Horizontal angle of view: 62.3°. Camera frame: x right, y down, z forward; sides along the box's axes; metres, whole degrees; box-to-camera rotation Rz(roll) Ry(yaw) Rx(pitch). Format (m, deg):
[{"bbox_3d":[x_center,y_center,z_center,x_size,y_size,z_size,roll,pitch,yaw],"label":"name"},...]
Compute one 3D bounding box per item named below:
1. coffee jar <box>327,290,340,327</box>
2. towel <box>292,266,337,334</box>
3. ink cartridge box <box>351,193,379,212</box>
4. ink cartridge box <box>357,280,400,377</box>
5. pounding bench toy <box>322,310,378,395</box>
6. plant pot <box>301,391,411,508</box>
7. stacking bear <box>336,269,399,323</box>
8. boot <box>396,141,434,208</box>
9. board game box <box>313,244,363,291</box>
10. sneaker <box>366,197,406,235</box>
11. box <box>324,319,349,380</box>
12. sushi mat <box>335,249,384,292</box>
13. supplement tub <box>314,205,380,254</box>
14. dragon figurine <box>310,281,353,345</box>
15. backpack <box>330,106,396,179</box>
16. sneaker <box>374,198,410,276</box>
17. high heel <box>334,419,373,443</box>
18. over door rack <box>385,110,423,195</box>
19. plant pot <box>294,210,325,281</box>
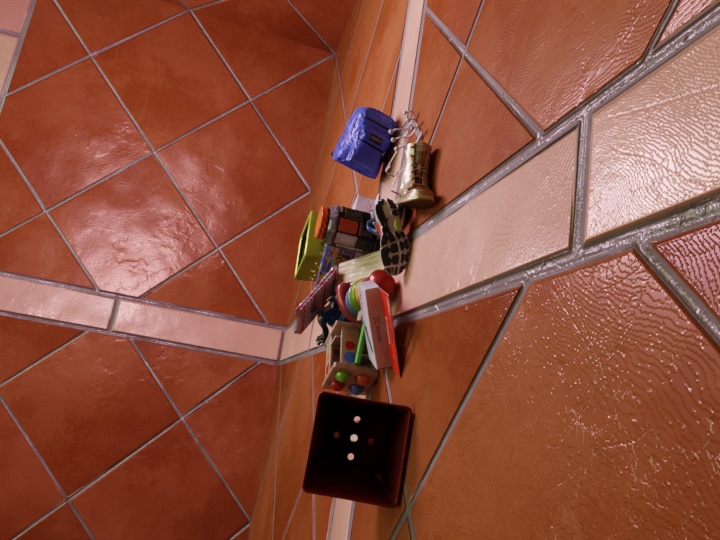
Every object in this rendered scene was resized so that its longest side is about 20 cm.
[{"bbox_3d":[-0.044,0.092,1.877,0.201,0.084,0.105,116,177,-46],"label":"coffee jar"},{"bbox_3d":[-0.135,0.089,1.793,0.200,0.030,0.147,-50,-15,-34],"label":"towel"},{"bbox_3d":[-0.004,-0.165,1.975,0.201,0.066,0.117,119,165,-53],"label":"ink cartridge box"},{"bbox_3d":[0.042,0.139,1.418,0.174,0.043,0.203,-137,37,-76],"label":"ink cartridge box"},{"bbox_3d":[-0.015,0.220,1.563,0.201,0.122,0.158,117,160,-48],"label":"pounding bench toy"},{"bbox_3d":[-0.009,0.374,1.292,0.176,0.197,0.203,107,173,-81],"label":"plant pot"},{"bbox_3d":[0.027,0.060,1.578,0.200,0.120,0.115,140,134,-58],"label":"stacking bear"},{"bbox_3d":[0.138,-0.229,1.421,0.200,0.072,0.158,-147,66,-82],"label":"boot"},{"bbox_3d":[-0.071,0.003,1.982,0.034,0.133,0.203,-119,43,-70],"label":"board game box"},{"bbox_3d":[0.068,-0.143,1.621,0.200,0.084,0.078,129,151,-62],"label":"sneaker"},{"bbox_3d":[-0.068,0.246,1.784,0.119,0.041,0.203,129,149,-64],"label":"box"},{"bbox_3d":[0.000,0.000,1.740,0.198,0.012,0.097,-18,58,42],"label":"sushi mat"},{"bbox_3d":[-0.030,-0.122,1.772,0.122,0.197,0.124,-167,90,-77],"label":"supplement tub"},{"bbox_3d":[-0.077,0.125,1.744,0.200,0.100,0.059,-46,18,-10],"label":"dragon figurine"},{"bbox_3d":[0.029,-0.409,1.889,0.202,0.161,0.168,-64,24,5],"label":"backpack"},{"bbox_3d":[0.082,-0.082,1.518,0.085,0.076,0.203,82,-179,-78],"label":"sneaker"},{"bbox_3d":[-0.025,0.403,1.503,0.200,0.095,0.068,132,148,-66],"label":"high heel"},{"bbox_3d":[0.108,-0.332,1.664,0.148,0.066,0.202,-97,23,-57],"label":"over door rack"},{"bbox_3d":[-0.131,-0.075,2.213,0.199,0.179,0.203,123,156,-58],"label":"plant pot"}]
